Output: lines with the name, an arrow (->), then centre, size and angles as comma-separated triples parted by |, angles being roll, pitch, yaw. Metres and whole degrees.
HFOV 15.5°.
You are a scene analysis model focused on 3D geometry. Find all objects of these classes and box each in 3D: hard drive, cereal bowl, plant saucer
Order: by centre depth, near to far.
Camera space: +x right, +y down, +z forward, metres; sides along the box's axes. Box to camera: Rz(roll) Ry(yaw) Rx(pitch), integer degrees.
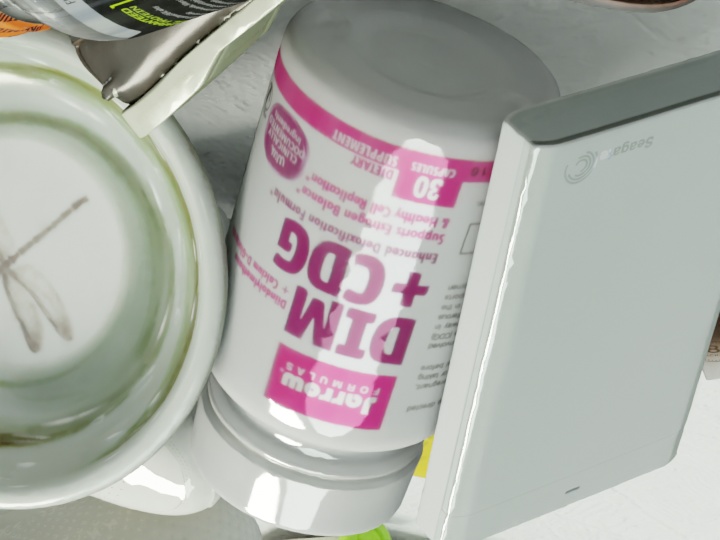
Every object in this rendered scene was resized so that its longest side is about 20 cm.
hard drive -> 0.094, 0.012, 1.049 | 0.131, 0.026, 0.201 | -18, 135, -33
plant saucer -> -0.143, -0.005, 1.077 | 0.199, 0.201, 0.050 | -8, -171, 18
cereal bowl -> -0.159, 0.152, 1.431 | 0.199, 0.084, 0.200 | -25, -171, 4

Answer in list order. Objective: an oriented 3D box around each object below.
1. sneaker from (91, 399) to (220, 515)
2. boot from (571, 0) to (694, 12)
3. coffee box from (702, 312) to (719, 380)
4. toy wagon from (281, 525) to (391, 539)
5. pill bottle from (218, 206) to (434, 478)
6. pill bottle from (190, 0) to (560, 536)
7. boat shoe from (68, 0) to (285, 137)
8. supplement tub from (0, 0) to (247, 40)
sneaker -> -0.152, 0.059, 1.143 | 0.199, 0.080, 0.077 | 25, 123, 15
boot -> 0.149, -0.163, 0.875 | 0.185, 0.065, 0.200 | -7, 158, -14
coffee box -> 0.237, -0.017, 1.141 | 0.199, 0.080, 0.114 | -6, 152, 14
toy wagon -> 0.015, 0.205, 1.636 | 0.199, 0.040, 0.155 | 16, 150, -26
pill bottle -> -0.009, 0.028, 1.209 | 0.199, 0.113, 0.112 | 16, 150, -26
pill bottle -> 0.000, 0.000, 1.061 | 0.113, 0.114, 0.201 | 9, 121, -14
boat shoe -> -0.036, -0.125, 0.953 | 0.061, 0.072, 0.201 | 48, 124, -4
supplement tub -> -0.050, -0.147, 0.854 | 0.199, 0.123, 0.122 | -15, 149, 28
